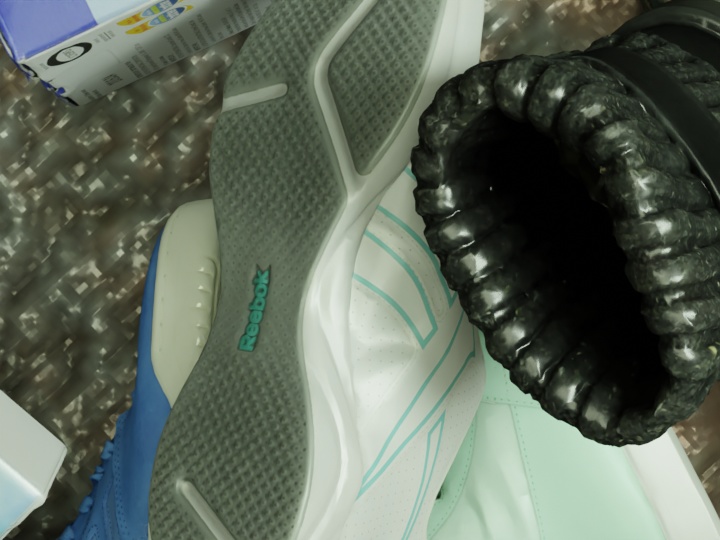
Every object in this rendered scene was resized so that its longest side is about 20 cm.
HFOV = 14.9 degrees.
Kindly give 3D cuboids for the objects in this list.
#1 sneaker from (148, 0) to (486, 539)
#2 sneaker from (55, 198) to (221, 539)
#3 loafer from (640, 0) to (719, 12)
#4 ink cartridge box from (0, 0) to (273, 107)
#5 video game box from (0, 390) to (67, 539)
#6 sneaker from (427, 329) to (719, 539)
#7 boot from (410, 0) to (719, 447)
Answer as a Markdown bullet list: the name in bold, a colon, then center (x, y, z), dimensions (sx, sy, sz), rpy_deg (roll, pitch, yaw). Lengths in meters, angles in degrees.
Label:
- **sneaker**: center (0.000, 0.000, 0.761), dimensions (0.070, 0.080, 0.200), rpy_deg (11, 86, 42)
- **sneaker**: center (-0.076, 0.079, 0.816), dimensions (0.111, 0.077, 0.200), rpy_deg (0, 95, 26)
- **loafer**: center (0.100, -0.122, 0.839), dimensions (0.072, 0.063, 0.200), rpy_deg (-24, 90, 1)
- **ink cartridge box**: center (-0.046, -0.112, 0.803), dimensions (0.200, 0.136, 0.076), rpy_deg (-27, 87, 0)
- **video game box**: center (-0.216, 0.052, 0.766), dimensions (0.200, 0.047, 0.182), rpy_deg (42, 107, -8)
- **sneaker**: center (0.018, 0.033, 0.829), dimensions (0.118, 0.074, 0.200), rpy_deg (-28, 88, 4)
- **boot**: center (0.116, 0.014, 0.736), dimensions (0.211, 0.158, 0.079), rpy_deg (39, 113, 9)
